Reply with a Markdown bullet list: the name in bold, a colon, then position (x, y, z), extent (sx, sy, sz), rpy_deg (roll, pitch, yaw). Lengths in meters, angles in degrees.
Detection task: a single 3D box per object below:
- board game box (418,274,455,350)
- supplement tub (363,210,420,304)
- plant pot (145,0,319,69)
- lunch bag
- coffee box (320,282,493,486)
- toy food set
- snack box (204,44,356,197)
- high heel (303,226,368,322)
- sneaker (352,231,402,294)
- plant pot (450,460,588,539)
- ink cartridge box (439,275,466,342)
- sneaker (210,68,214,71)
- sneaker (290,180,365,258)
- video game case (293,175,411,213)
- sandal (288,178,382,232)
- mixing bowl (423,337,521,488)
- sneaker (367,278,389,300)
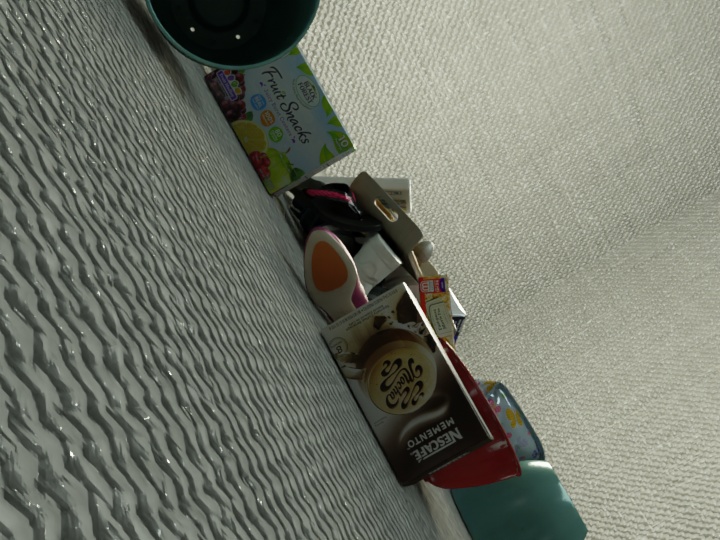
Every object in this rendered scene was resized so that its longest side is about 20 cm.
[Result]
- **board game box**: position (0.119, 0.122, 1.493), extent (0.152, 0.046, 0.200), rpy_deg (73, 12, -74)
- **supplement tub**: position (0.036, 0.003, 1.693), extent (0.145, 0.145, 0.200), rpy_deg (57, 5, -48)
- **plant pot**: position (-0.160, -0.331, 1.171), extent (0.201, 0.200, 0.161), rpy_deg (59, -10, -12)
- **lunch bag**: position (0.215, 0.294, 1.730), extent (0.200, 0.127, 0.170), rpy_deg (55, -22, -17)
- **coffee box**: position (0.054, 0.131, 1.131), extent (0.200, 0.113, 0.080), rpy_deg (61, 4, 16)
- **toy food set**: position (0.060, -0.066, 1.537), extent (0.144, 0.060, 0.200), rpy_deg (48, -5, 20)
- **snack box**: position (-0.115, -0.228, 1.435), extent (0.200, 0.142, 0.053), rpy_deg (60, 3, 4)
- **high heel**: position (-0.024, 0.018, 1.253), extent (0.096, 0.067, 0.200), rpy_deg (-93, 160, -61)
- **sneaker**: position (0.000, 0.000, 1.469), extent (0.074, 0.116, 0.200), rpy_deg (48, 5, 1)
- **plant pot**: position (0.262, 0.397, 1.579), extent (0.201, 0.161, 0.201), rpy_deg (60, 3, -4)
- **ink cartridge box**: position (0.120, 0.135, 1.693), extent (0.041, 0.200, 0.200), rpy_deg (11, 25, -18)
- **sneaker**: position (-0.187, -0.285, 1.504), extent (0.200, 0.089, 0.075), rpy_deg (36, -17, 13)
- **sneaker**: position (-0.065, -0.076, 1.531), extent (0.146, 0.077, 0.202), rpy_deg (52, 9, 16)
- **video game case**: position (-0.014, -0.129, 1.689), extent (0.182, 0.200, 0.023), rpy_deg (70, 22, -80)
- **sandal**: position (-0.048, -0.112, 1.470), extent (0.200, 0.045, 0.075), rpy_deg (35, 28, 32)
- **mixing bowl**: position (0.104, 0.197, 1.240), extent (0.200, 0.108, 0.200), rpy_deg (59, -6, 9)
- **sneaker**: position (0.025, 0.070, 1.490), extent (0.074, 0.081, 0.200), rpy_deg (56, 5, -45)
